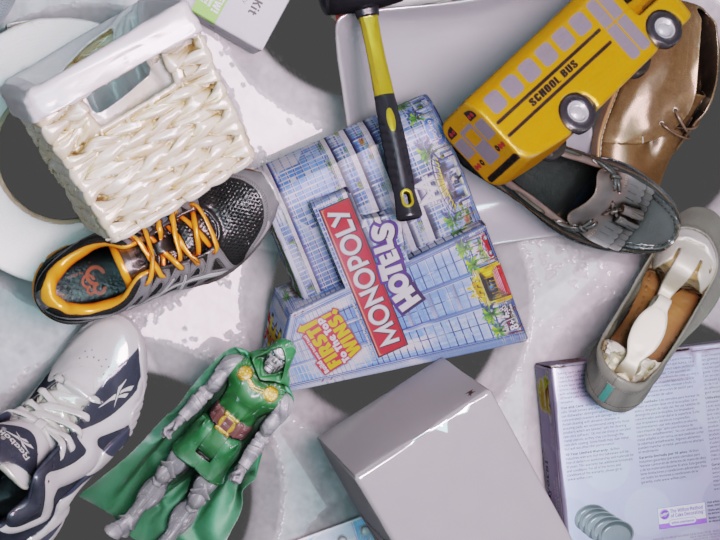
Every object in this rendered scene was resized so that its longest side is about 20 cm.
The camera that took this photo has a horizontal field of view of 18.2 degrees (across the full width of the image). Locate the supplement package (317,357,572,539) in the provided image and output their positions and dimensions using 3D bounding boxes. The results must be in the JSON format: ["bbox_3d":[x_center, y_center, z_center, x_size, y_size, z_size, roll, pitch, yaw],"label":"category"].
[{"bbox_3d":[0.075,0.188,1.675,0.121,0.120,0.201,-31,107,-8],"label":"supplement package"}]

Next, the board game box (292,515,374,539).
[{"bbox_3d":[0.031,0.289,1.757,0.199,0.026,0.202,-19,95,-11],"label":"board game box"}]

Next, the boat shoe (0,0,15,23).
[{"bbox_3d":[-0.279,-0.248,1.662,0.073,0.067,0.201,24,108,-33],"label":"boat shoe"}]

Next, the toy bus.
[{"bbox_3d":[0.156,-0.146,1.661,0.078,0.065,0.200,46,64,0],"label":"toy bus"}]

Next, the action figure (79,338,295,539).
[{"bbox_3d":[-0.112,0.130,1.679,0.118,0.055,0.201,36,99,-1],"label":"action figure"}]

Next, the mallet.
[{"bbox_3d":[0.006,-0.135,1.648,0.065,0.041,0.202,-3,82,-9],"label":"mallet"}]

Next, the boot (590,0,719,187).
[{"bbox_3d":[0.231,-0.114,1.751,0.073,0.075,0.202,6,92,-54],"label":"boot"}]

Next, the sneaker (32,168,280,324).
[{"bbox_3d":[-0.149,-0.013,1.635,0.199,0.077,0.079,-28,92,2],"label":"sneaker"}]

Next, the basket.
[{"bbox_3d":[-0.164,-0.108,1.587,0.135,0.200,0.124,-31,104,-8],"label":"basket"}]

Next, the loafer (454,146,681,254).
[{"bbox_3d":[0.156,-0.061,1.703,0.199,0.063,0.072,25,100,-8],"label":"loafer"}]

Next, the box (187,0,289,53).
[{"bbox_3d":[-0.127,-0.281,1.703,0.199,0.041,0.157,30,86,-12],"label":"box"}]

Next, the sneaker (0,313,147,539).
[{"bbox_3d":[-0.231,0.117,1.641,0.079,0.130,0.200,36,89,12],"label":"sneaker"}]

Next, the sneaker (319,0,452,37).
[{"bbox_3d":[0.053,-0.252,1.733,0.200,0.070,0.094,-42,115,-8],"label":"sneaker"}]

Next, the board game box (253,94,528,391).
[{"bbox_3d":[0.000,0.000,1.702,0.199,0.062,0.201,-25,114,-4],"label":"board game box"}]

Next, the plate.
[{"bbox_3d":[0.082,-0.115,1.735,0.198,0.032,0.202,-10,108,-11],"label":"plate"}]

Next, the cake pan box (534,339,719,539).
[{"bbox_3d":[0.245,0.152,1.784,0.198,0.052,0.186,-8,95,-11],"label":"cake pan box"}]

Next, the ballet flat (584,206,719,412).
[{"bbox_3d":[0.240,0.022,1.741,0.067,0.064,0.201,30,65,7],"label":"ballet flat"}]

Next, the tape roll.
[{"bbox_3d":[-0.225,-0.090,1.690,0.201,0.037,0.205,0,91,-11],"label":"tape roll"}]
